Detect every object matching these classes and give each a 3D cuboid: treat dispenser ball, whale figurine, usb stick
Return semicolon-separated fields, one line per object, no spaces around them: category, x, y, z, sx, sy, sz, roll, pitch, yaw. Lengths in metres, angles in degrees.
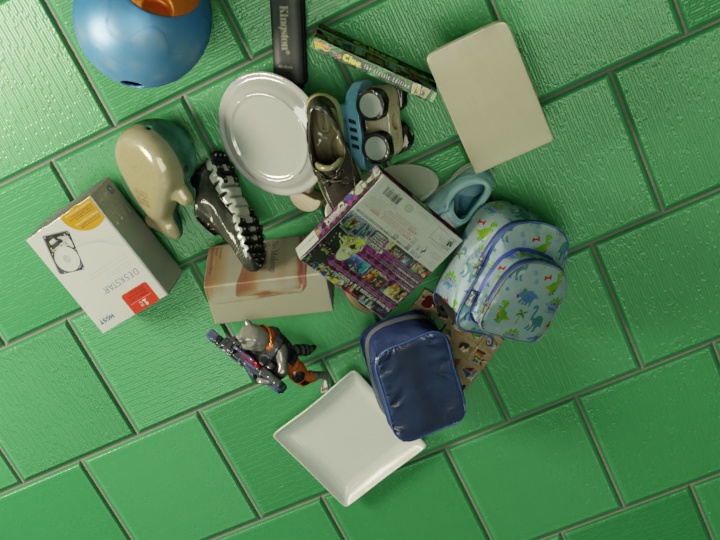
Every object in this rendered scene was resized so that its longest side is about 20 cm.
treat dispenser ball;-0.312;-0.365;1.589;0.197;0.201;0.204;1;113;2
whale figurine;-0.310;-0.148;1.745;0.158;0.104;0.202;25;139;28
usb stick;-0.109;-0.375;1.666;0.054;0.033;0.203;2;114;6

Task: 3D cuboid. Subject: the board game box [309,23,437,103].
board game box;0.021;-0.310;1.649;0.197;0.105;0.024;23;109;-8

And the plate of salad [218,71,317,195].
plate of salad;-0.132;-0.213;1.712;0.197;0.048;0.203;15;124;23

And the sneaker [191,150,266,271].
sneaker;-0.216;-0.082;1.756;0.090;0.066;0.202;-29;80;26

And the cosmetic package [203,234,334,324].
cosmetic package;-0.145;0.012;1.786;0.196;0.104;0.088;-7;132;4

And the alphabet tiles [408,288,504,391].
alphabet tiles;0.122;0.151;1.892;0.166;0.008;0.201;32;111;-11

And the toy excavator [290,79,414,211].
toy excavator;-0.024;-0.193;1.713;0.197;0.100;0.198;1;108;27

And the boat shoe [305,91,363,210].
boat shoe;-0.044;-0.159;1.635;0.072;0.065;0.203;-13;109;17

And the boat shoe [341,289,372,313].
boat shoe;0.000;0.000;1.763;0.071;0.073;0.200;-23;139;13

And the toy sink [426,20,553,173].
toy sink;0.189;-0.273;1.653;0.129;0.113;0.202;-23;115;12

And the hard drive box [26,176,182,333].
hard drive box;-0.413;-0.024;1.795;0.155;0.077;0.201;-29;109;25

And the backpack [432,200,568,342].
backpack;0.236;0.007;1.735;0.181;0.147;0.203;13;106;-35

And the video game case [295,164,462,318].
video game case;0.030;-0.039;1.678;0.181;0.036;0.199;-45;128;13

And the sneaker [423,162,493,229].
sneaker;0.131;-0.090;1.748;0.074;0.082;0.200;38;110;-12

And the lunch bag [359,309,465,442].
lunch bag;0.087;0.175;1.832;0.134;0.132;0.203;-18;111;-7

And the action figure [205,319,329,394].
action figure;-0.154;0.127;1.819;0.199;0.193;0.105;32;83;31

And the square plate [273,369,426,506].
square plate;-0.019;0.294;1.948;0.199;0.029;0.198;-39;107;17

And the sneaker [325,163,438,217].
sneaker;0.028;-0.104;1.763;0.198;0.099;0.071;-23;74;-16
